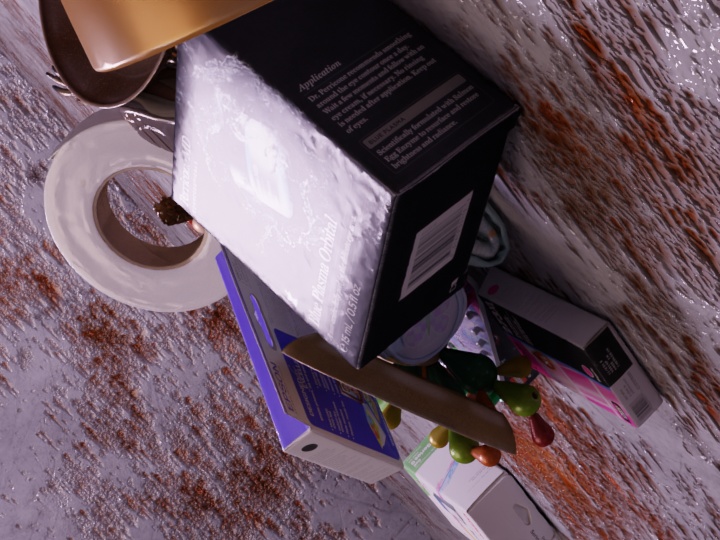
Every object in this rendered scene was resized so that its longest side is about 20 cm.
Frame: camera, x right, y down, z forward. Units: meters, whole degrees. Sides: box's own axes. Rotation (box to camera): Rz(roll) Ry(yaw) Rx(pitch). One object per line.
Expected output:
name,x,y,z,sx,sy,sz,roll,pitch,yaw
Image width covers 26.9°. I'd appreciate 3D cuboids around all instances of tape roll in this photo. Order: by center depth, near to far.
tape roll,-0.185,-0.055,1.349,0.203,0.202,0.037,49,-151,-20

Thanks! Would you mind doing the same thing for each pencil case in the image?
pencil case,0.000,0.000,1.237,0.200,0.091,0.083,40,171,46

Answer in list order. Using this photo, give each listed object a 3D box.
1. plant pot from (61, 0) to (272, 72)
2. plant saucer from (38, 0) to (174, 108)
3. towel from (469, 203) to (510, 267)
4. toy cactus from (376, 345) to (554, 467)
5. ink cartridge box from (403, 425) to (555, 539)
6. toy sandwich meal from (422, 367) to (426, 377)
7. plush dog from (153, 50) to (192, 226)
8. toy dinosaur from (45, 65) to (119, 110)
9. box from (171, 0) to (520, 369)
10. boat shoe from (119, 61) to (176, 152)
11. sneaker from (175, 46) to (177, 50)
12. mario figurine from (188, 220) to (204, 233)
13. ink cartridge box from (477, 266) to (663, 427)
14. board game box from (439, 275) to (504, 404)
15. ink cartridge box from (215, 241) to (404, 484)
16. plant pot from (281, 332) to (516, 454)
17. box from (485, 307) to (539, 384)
plant pot,-0.070,-0.214,0.662,0.184,0.199,0.200,64,166,-14
plant saucer,-0.197,-0.234,1.232,0.036,0.202,0.200,-6,-146,-44
towel,0.020,-0.088,1.182,0.200,0.048,0.171,49,173,-19
toy cactus,0.075,0.087,1.300,0.199,0.102,0.166,1,119,58
ink cartridge box,0.167,0.324,2.144,0.146,0.088,0.200,51,167,-27
toy sandwich meal,0.065,0.091,1.654,0.205,0.070,0.205,44,170,9
plush dog,-0.140,-0.144,1.413,0.200,0.159,0.173,76,171,-73
toy dinosaur,-0.235,-0.207,1.410,0.085,0.137,0.200,15,-176,-1
box,-0.020,-0.077,1.006,0.200,0.117,0.197,42,149,20
boat shoe,-0.103,-0.125,1.223,0.199,0.072,0.076,21,159,23
sneaker,-0.166,-0.234,1.283,0.199,0.079,0.079,32,171,16
mario figurine,-0.167,-0.071,1.864,0.200,0.105,0.125,5,104,65
ink cartridge box,0.156,0.054,1.224,0.095,0.037,0.200,51,171,-29
board game box,0.039,0.030,1.388,0.199,0.026,0.201,31,157,32
ink cartridge box,-0.057,0.071,1.271,0.200,0.043,0.199,35,-153,-55
plant pot,0.034,0.091,1.169,0.199,0.028,0.200,23,178,1
box,0.076,0.028,1.439,0.200,0.038,0.136,48,169,-14
